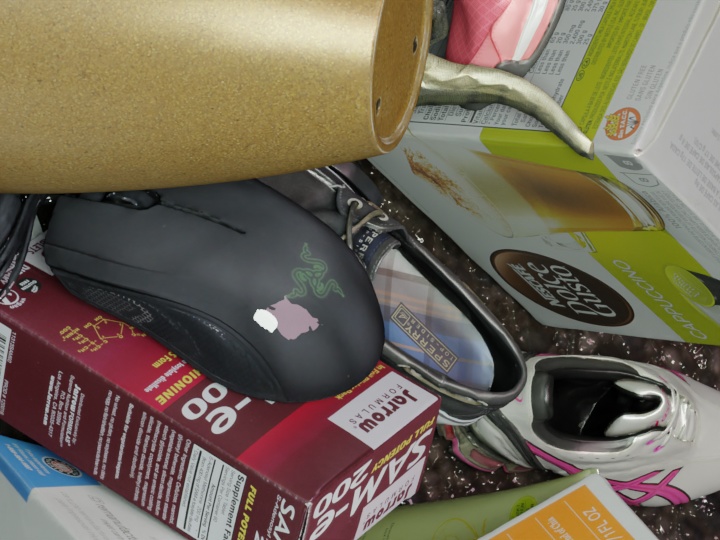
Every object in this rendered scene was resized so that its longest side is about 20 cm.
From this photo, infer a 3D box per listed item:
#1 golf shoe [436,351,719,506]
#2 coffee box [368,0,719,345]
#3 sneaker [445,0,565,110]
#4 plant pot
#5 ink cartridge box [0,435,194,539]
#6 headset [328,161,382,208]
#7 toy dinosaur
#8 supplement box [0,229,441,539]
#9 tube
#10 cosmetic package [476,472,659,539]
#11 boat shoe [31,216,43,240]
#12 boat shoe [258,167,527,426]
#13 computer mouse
[{"bbox_3d":[0.140,0.084,1.518,0.200,0.092,0.073,8,80,-33],"label":"golf shoe"},{"bbox_3d":[0.146,-0.095,1.451,0.200,0.198,0.200,42,65,-41],"label":"coffee box"},{"bbox_3d":[0.055,-0.175,1.329,0.087,0.074,0.200,12,100,-13],"label":"sneaker"},{"bbox_3d":[-0.076,-0.111,1.225,0.186,0.200,0.187,9,90,-76],"label":"plant pot"},{"bbox_3d":[-0.079,0.156,1.328,0.200,0.146,0.086,16,100,-31],"label":"ink cartridge box"},{"bbox_3d":[-0.057,-0.032,1.427,0.123,0.094,0.200,-28,116,-30],"label":"headset"},{"bbox_3d":[0.006,-0.098,1.305,0.047,0.200,0.088,-69,159,-47],"label":"toy dinosaur"},{"bbox_3d":[-0.077,0.053,1.312,0.109,0.200,0.061,-36,149,-47],"label":"supplement box"},{"bbox_3d":[0.056,0.135,1.394,0.058,0.200,0.052,47,62,-22],"label":"tube"},{"bbox_3d":[0.047,0.179,1.243,0.200,0.101,0.071,-30,119,-8],"label":"cosmetic package"},{"bbox_3d":[-0.214,-0.059,1.316,0.200,0.067,0.074,41,66,-23],"label":"boat shoe"},{"bbox_3d":[0.000,0.000,1.361,0.200,0.066,0.070,46,64,-15],"label":"boat shoe"},{"bbox_3d":[-0.081,-0.009,1.280,0.200,0.053,0.139,24,51,11],"label":"computer mouse"}]
